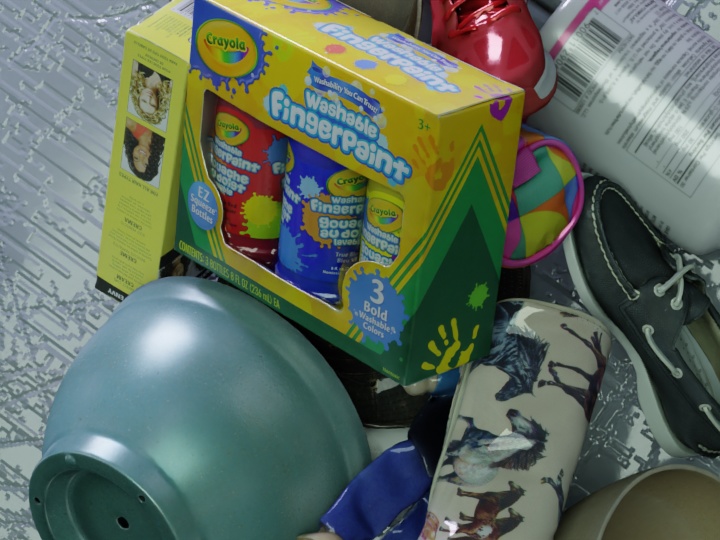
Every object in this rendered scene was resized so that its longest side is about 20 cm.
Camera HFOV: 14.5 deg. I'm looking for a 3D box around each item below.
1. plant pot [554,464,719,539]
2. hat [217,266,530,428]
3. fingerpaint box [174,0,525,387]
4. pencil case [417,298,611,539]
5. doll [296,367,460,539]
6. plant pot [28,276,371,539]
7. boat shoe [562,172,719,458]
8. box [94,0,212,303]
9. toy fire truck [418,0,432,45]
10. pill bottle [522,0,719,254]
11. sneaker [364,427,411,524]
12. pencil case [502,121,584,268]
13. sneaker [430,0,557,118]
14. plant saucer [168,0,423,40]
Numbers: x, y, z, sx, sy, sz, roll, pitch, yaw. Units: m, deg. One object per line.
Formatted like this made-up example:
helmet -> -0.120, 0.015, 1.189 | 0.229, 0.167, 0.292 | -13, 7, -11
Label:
plant pot -> 0.150, 0.223, 1.667 | 0.134, 0.200, 0.201 | -16, 85, 43
hat -> 0.000, 0.000, 1.710 | 0.200, 0.081, 0.201 | -6, 59, 9
fingerpaint box -> -0.012, -0.054, 1.590 | 0.200, 0.073, 0.167 | 30, 125, 37
pencil case -> 0.076, 0.114, 1.603 | 0.089, 0.078, 0.200 | 17, 70, 2
doll -> 0.059, 0.120, 1.669 | 0.200, 0.048, 0.137 | -43, 110, -19
plant pot -> -0.112, 0.122, 1.679 | 0.200, 0.134, 0.201 | 21, 131, 27
boat shoe -> 0.182, 0.024, 1.675 | 0.060, 0.076, 0.200 | -8, 126, 39
box -> -0.113, -0.070, 1.710 | 0.050, 0.075, 0.200 | 29, 131, 21
toy fire truck -> 0.026, -0.222, 1.740 | 0.168, 0.112, 0.200 | 42, 97, -15
pill bottle -> 0.194, -0.081, 1.689 | 0.200, 0.113, 0.113 | 38, 95, 9
sneaker -> 0.020, 0.089, 1.746 | 0.200, 0.074, 0.116 | 29, 83, 10
pencil case -> 0.043, -0.070, 1.663 | 0.200, 0.088, 0.088 | 30, 95, 46
sneaker -> 0.056, -0.167, 1.615 | 0.078, 0.200, 0.116 | -19, 120, 3
plant saucer -> -0.040, -0.187, 1.644 | 0.200, 0.032, 0.200 | 21, 128, 29
